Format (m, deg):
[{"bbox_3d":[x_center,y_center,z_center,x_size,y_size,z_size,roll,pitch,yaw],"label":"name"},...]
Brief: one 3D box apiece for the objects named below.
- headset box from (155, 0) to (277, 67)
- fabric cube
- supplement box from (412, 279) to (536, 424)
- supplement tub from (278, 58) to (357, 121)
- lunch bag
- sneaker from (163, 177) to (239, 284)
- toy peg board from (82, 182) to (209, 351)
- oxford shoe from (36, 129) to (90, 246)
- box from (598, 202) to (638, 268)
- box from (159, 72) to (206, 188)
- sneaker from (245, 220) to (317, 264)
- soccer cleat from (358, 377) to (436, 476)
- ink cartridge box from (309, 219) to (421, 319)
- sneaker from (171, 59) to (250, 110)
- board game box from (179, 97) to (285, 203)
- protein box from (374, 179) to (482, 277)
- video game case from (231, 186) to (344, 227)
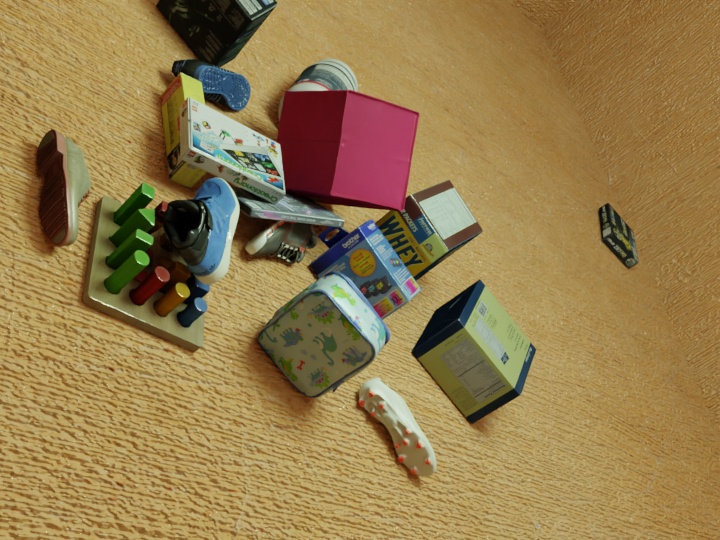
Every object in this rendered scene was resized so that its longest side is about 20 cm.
[{"bbox_3d":[-0.288,-0.518,1.744,0.175,0.199,0.093,50,48,-5],"label":"headset box"},{"bbox_3d":[-0.032,-0.231,1.715,0.194,0.198,0.203,10,92,-42],"label":"fabric cube"},{"bbox_3d":[0.242,0.167,1.847,0.200,0.134,0.200,50,31,-6],"label":"supplement box"},{"bbox_3d":[-0.087,-0.366,1.915,0.140,0.140,0.201,45,32,-14],"label":"supplement tub"},{"bbox_3d":[-0.059,0.109,1.432,0.161,0.199,0.083,48,38,-5],"label":"lunch bag"},{"bbox_3d":[-0.242,-0.089,1.336,0.112,0.076,0.202,58,25,-47],"label":"sneaker"},{"bbox_3d":[-0.296,-0.015,1.331,0.198,0.097,0.202,29,39,-34],"label":"toy peg board"},{"bbox_3d":[-0.421,-0.116,1.288,0.074,0.070,0.202,25,42,-47],"label":"oxford shoe"},{"bbox_3d":[0.910,-0.124,3.125,0.161,0.049,0.201,45,32,-21],"label":"box"},{"bbox_3d":[-0.309,-0.249,1.565,0.050,0.075,0.202,20,46,-41],"label":"box"},{"bbox_3d":[-0.132,-0.051,1.615,0.083,0.077,0.200,60,32,-1],"label":"sneaker"},{"bbox_3d":[0.074,0.276,1.582,0.201,0.069,0.077,52,28,2],"label":"soccer cleat"},{"bbox_3d":[0.000,0.000,1.679,0.201,0.136,0.076,55,26,1],"label":"ink cartridge box"},{"bbox_3d":[-0.286,-0.367,1.716,0.077,0.071,0.200,25,4,21],"label":"sneaker"},{"bbox_3d":[-0.221,-0.207,1.533,0.198,0.035,0.128,25,41,-35],"label":"board game box"},{"bbox_3d":[0.113,-0.064,1.835,0.136,0.198,0.199,56,31,5],"label":"protein box"},{"bbox_3d":[-0.145,-0.116,1.598,0.198,0.019,0.142,6,18,-38],"label":"video game case"}]
